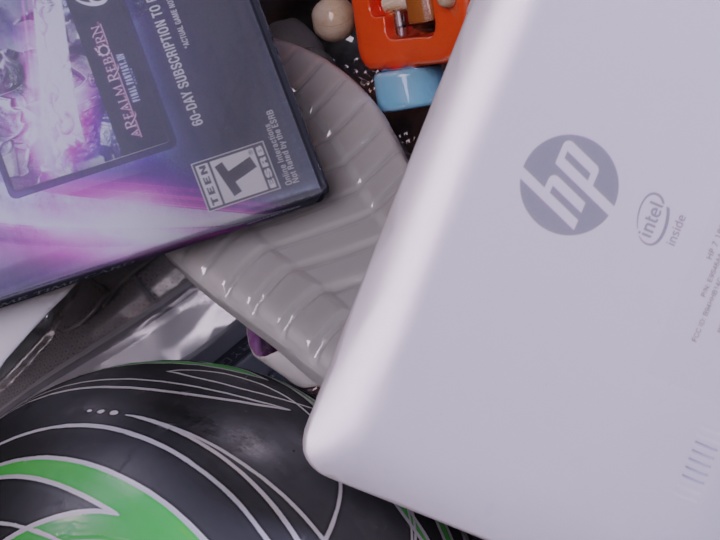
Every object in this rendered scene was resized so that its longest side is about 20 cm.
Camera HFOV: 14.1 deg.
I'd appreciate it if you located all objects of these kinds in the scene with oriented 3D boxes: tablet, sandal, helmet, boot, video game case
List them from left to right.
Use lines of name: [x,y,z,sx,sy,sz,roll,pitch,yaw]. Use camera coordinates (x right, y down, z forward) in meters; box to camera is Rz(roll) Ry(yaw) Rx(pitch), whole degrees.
video game case: [-0.126,-0.057,0.861,0.199,0.019,0.143,-19,81,-15]
boot: [-0.075,0.001,0.993,0.200,0.074,0.096,-35,64,2]
helmet: [-0.051,0.123,0.892,0.191,0.200,0.200,-45,69,16]
sandal: [-0.006,0.004,0.893,0.082,0.050,0.203,-30,52,-14]
tablet: [0.077,-0.016,0.818,0.130,0.014,0.201,22,87,-6]

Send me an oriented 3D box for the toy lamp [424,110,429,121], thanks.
toy lamp: [0.094,0.017,0.931,0.058,0.058,0.200,-40,69,8]

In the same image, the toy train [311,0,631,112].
toy train: [0.057,-0.027,0.898,0.150,0.055,0.201,-9,92,56]

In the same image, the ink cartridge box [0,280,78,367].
ink cartridge box: [-0.157,-0.064,0.902,0.200,0.067,0.117,42,72,1]
